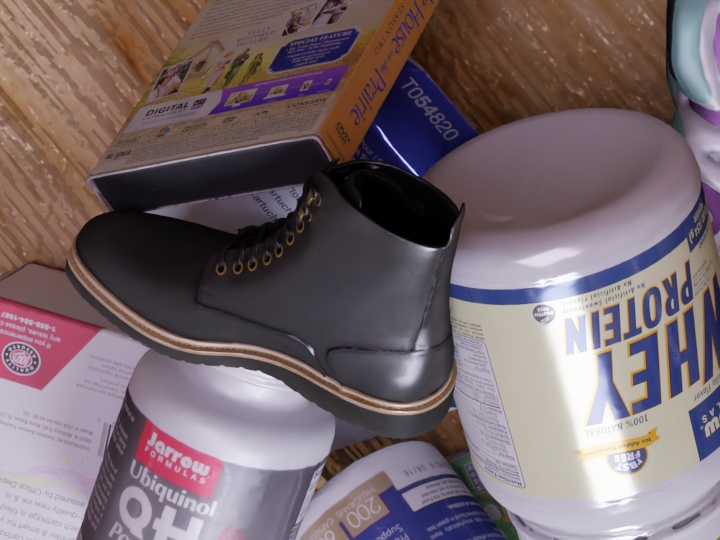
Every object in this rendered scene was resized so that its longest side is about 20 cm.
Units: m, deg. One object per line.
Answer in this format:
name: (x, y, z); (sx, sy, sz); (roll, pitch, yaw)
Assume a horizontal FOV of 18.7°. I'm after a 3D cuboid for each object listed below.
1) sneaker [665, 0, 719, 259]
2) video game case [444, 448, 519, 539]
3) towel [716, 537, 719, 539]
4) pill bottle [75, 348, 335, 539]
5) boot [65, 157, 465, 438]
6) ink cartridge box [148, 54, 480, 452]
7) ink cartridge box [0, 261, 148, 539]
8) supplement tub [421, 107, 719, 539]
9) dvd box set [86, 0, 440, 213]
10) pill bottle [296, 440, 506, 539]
sneaker: (0.226, -0.052, 1.139); (0.140, 0.078, 0.200); (2, 113, 5)
video game case: (0.165, 0.166, 1.236); (0.182, 0.022, 0.200); (-23, 98, 17)
towel: (0.204, 0.218, 1.208); (0.200, 0.023, 0.144); (22, 101, 0)
pill bottle: (-0.078, 0.103, 1.143); (0.111, 0.111, 0.200); (23, 110, 7)
boot: (-0.041, -0.016, 1.018); (0.200, 0.078, 0.138); (19, 139, 10)
ink cartridge box: (0.000, 0.000, 1.160); (0.200, 0.041, 0.200); (-24, 123, 32)
ink cartridge box: (-0.160, 0.113, 1.265); (0.147, 0.086, 0.200); (17, 108, 8)
supplement tub: (0.113, 0.036, 1.083); (0.145, 0.145, 0.200); (-10, 119, 15)
dvd box set: (-0.037, -0.111, 1.107); (0.146, 0.200, 0.029); (-8, 128, 34)
pill bottle: (0.050, 0.200, 1.178); (0.111, 0.111, 0.200); (-46, 65, 19)
